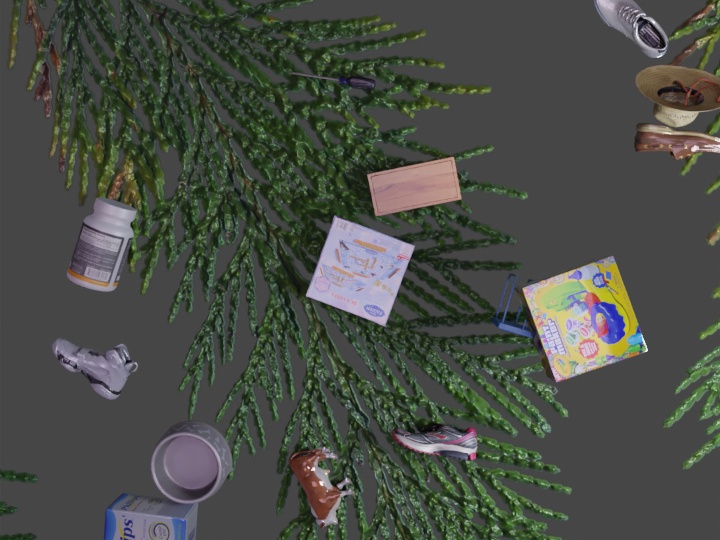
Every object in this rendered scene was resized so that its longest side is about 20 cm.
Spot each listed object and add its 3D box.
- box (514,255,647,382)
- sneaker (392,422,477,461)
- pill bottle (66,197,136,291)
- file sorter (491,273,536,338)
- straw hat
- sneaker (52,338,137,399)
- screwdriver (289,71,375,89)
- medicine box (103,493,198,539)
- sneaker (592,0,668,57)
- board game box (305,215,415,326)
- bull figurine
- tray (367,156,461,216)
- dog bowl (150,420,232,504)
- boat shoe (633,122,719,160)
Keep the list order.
[{"bbox_3d":[0.443,0.097,1.527,0.192,0.122,0.201,-20,87,4],"label":"box"},{"bbox_3d":[0.171,0.389,1.739,0.199,0.081,0.075,10,81,-3],"label":"sneaker"},{"bbox_3d":[-0.598,-0.061,1.747,0.116,0.116,0.201,21,96,3],"label":"pill bottle"},{"bbox_3d":[0.408,0.092,1.657,0.199,0.139,0.123,16,92,4],"label":"file sorter"},{"bbox_3d":[0.682,-0.357,1.610,0.200,0.201,0.085,6,135,5],"label":"straw hat"},{"bbox_3d":[-0.631,0.207,1.796,0.200,0.075,0.115,42,97,-5],"label":"sneaker"},{"bbox_3d":[-0.064,-0.437,1.711,0.199,0.029,0.028,10,96,8],"label":"screwdriver"},{"bbox_3d":[-0.506,0.653,1.808,0.199,0.103,0.183,5,95,4],"label":"medicine box"},{"bbox_3d":[0.589,-0.541,1.615,0.200,0.071,0.073,39,97,1],"label":"sneaker"},{"bbox_3d":[0.000,0.000,1.733,0.199,0.041,0.200,21,96,3],"label":"board game box"},{"bbox_3d":[-0.088,0.511,1.776,0.121,0.065,0.200,-30,94,3],"label":"bull figurine"},{"bbox_3d":[0.123,-0.191,1.708,0.199,0.037,0.099,-11,94,7],"label":"tray"},{"bbox_3d":[-0.412,0.467,1.805,0.199,0.059,0.201,1,95,6],"label":"dog bowl"},{"bbox_3d":[0.697,-0.273,1.633,0.199,0.072,0.068,12,101,11],"label":"boat shoe"}]
